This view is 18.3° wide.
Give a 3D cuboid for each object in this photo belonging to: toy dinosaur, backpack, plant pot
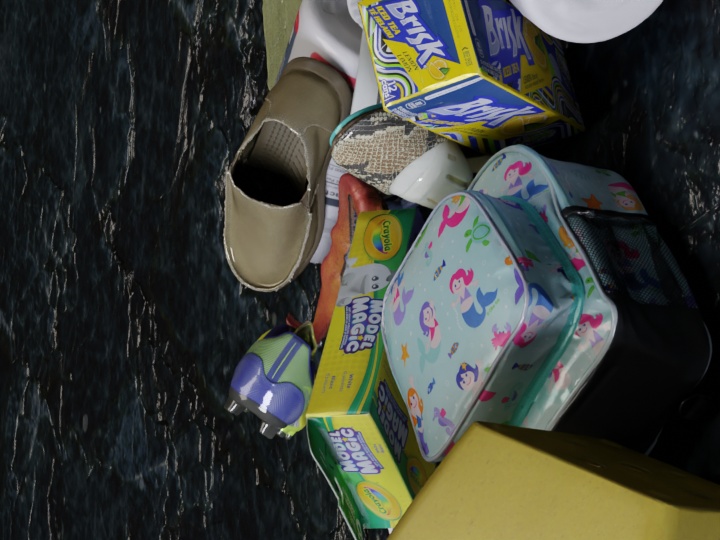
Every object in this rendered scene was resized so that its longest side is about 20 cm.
[{"bbox_3d":[0.000,0.000,1.559,0.182,0.199,0.105,50,-153,-47],"label":"toy dinosaur"},{"bbox_3d":[0.102,0.027,1.334,0.178,0.150,0.201,-60,28,33],"label":"backpack"},{"bbox_3d":[0.120,0.187,1.184,0.199,0.199,0.177,21,95,40],"label":"plant pot"}]

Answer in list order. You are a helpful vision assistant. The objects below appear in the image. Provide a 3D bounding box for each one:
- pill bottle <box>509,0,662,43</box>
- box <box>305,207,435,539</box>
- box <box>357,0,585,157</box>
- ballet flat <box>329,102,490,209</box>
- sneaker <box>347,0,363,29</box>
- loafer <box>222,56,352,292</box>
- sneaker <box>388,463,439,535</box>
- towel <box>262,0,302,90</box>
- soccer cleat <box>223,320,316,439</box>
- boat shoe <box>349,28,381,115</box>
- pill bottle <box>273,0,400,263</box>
[{"bbox_3d":[0.107,-0.226,1.362,0.200,0.110,0.112,-126,42,-55],"label":"pill bottle"},{"bbox_3d":[0.016,0.071,1.418,0.118,0.048,0.201,65,-149,-43],"label":"box"},{"bbox_3d":[0.070,-0.121,1.344,0.064,0.200,0.070,-19,77,21],"label":"box"},{"bbox_3d":[0.054,-0.072,1.426,0.068,0.200,0.075,-43,76,24],"label":"ballet flat"},{"bbox_3d":[0.016,-0.243,1.493,0.100,0.077,0.201,-96,-7,-45],"label":"sneaker"},{"bbox_3d":[-0.063,-0.059,1.569,0.076,0.067,0.201,28,131,16],"label":"loafer"},{"bbox_3d":[0.080,0.187,1.428,0.200,0.114,0.081,-101,0,-47],"label":"sneaker"},{"bbox_3d":[-0.038,-0.202,1.805,0.148,0.036,0.201,142,125,-61],"label":"towel"},{"bbox_3d":[-0.054,0.075,1.637,0.084,0.065,0.200,-56,-1,0],"label":"soccer cleat"},{"bbox_3d":[0.035,-0.159,1.456,0.201,0.063,0.071,100,-179,-51],"label":"boat shoe"},{"bbox_3d":[-0.010,-0.107,1.631,0.201,0.119,0.120,112,149,-42],"label":"pill bottle"}]
